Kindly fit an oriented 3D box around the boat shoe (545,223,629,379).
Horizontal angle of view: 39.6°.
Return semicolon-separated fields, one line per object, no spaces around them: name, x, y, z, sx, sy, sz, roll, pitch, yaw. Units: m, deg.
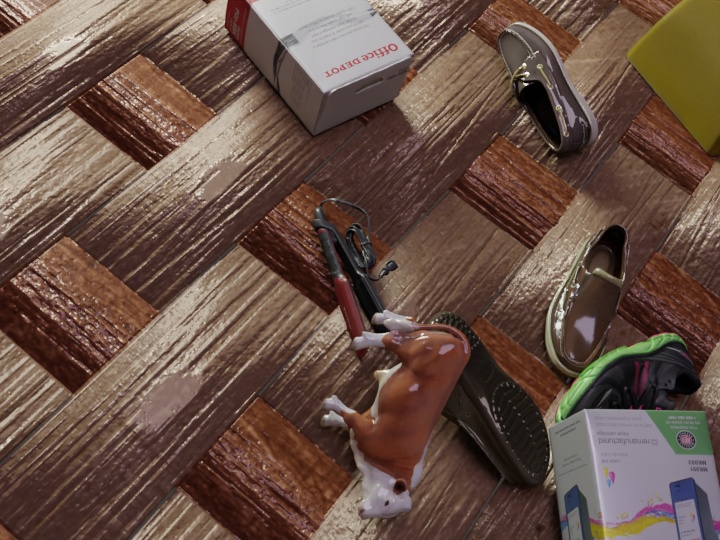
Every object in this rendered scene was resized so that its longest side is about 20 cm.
boat shoe;0.264;0.026;1.144;0.074;0.075;0.204;23;54;-2

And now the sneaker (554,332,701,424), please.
sneaker;0.296;0.130;1.087;0.198;0.077;0.084;-19;61;-26

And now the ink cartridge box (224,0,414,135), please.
ink cartridge box;-0.053;-0.283;1.237;0.146;0.083;0.201;-28;69;-30

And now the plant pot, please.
plant pot;0.532;-0.314;1.386;0.198;0.177;0.201;-22;66;-28

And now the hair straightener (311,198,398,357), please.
hair straightener;0.000;0.000;1.106;0.076;0.041;0.202;-10;58;-23

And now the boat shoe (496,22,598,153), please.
boat shoe;0.233;-0.240;1.310;0.059;0.072;0.202;-19;71;-30

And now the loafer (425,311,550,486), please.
loafer;0.123;0.136;1.036;0.076;0.067;0.201;-30;87;-45

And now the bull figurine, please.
bull figurine;0.029;0.137;0.973;0.120;0.065;0.202;27;86;13

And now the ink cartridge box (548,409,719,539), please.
ink cartridge box;0.276;0.244;0.983;0.143;0.088;0.203;4;68;-16
